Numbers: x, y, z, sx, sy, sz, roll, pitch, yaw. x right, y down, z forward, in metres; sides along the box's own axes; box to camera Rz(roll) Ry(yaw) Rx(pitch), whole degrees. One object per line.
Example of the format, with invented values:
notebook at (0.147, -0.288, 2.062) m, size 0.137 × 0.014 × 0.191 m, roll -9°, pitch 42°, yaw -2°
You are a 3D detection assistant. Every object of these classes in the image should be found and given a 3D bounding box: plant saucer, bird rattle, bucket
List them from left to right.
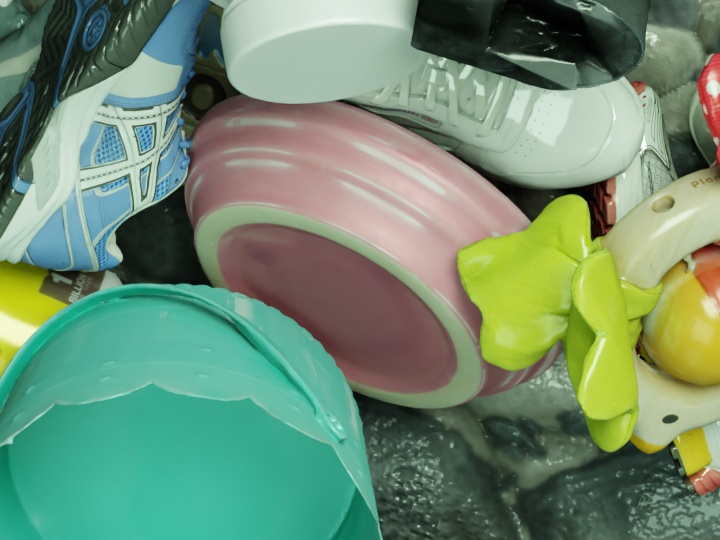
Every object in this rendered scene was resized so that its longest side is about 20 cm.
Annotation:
bucket at (-0.087, 0.111, 1.320) m, size 0.206 × 0.135 × 0.208 m, roll 0°, pitch 114°, yaw 0°
plant saucer at (0.000, 0.000, 1.337) m, size 0.200 × 0.051 × 0.201 m, roll 24°, pitch 154°, yaw 13°
bird rattle at (0.147, -0.005, 1.260) m, size 0.200 × 0.113 × 0.163 m, roll -40°, pitch 136°, yaw -10°

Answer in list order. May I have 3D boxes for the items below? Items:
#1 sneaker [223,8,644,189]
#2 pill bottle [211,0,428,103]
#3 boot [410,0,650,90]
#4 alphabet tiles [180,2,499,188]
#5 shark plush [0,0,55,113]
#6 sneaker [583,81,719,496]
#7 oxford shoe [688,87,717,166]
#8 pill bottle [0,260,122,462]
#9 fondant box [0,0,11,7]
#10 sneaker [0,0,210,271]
sneaker at (0.028, -0.084, 1.281) m, size 0.199 × 0.100 × 0.075 m, roll 22°, pitch 106°, yaw 18°
pill bottle at (-0.025, -0.178, 1.209) m, size 0.113 × 0.113 × 0.201 m, roll -16°, pitch 71°, yaw 23°
boot at (0.120, -0.142, 1.190) m, size 0.164 × 0.200 × 0.066 m, roll 2°, pitch 118°, yaw 16°
alphabet tiles at (-0.021, -0.093, 1.373) m, size 0.199 × 0.008 × 0.168 m, roll 22°, pitch 121°, yaw 5°
shark plush at (-0.163, -0.107, 1.373) m, size 0.083 × 0.091 × 0.200 m, roll 55°, pitch 133°, yaw 24°
sneaker at (0.157, 0.002, 1.344) m, size 0.082 × 0.078 × 0.201 m, roll -20°, pitch 111°, yaw 2°
oxford shoe at (0.229, -0.017, 1.312) m, size 0.200 × 0.058 × 0.075 m, roll 44°, pitch 122°, yaw -8°
pill bottle at (-0.224, 0.015, 1.417) m, size 0.199 × 0.109 × 0.109 m, roll 23°, pitch 122°, yaw -7°
fondant box at (-0.132, -0.233, 1.248) m, size 0.058 × 0.144 × 0.201 m, roll 21°, pitch 122°, yaw 5°
sneaker at (-0.108, -0.082, 1.318) m, size 0.077 × 0.076 × 0.200 m, roll 19°, pitch 122°, yaw -28°
